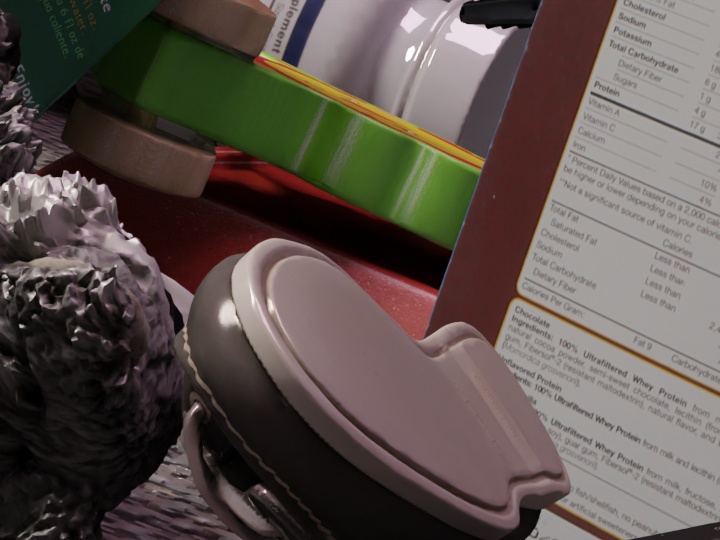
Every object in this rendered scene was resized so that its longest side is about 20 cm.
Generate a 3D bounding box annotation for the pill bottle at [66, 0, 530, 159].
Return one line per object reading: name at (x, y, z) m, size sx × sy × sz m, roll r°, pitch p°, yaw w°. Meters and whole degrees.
pill bottle at (-0.032, -0.101, 1.120) m, size 0.200 × 0.120 × 0.120 m, roll 22°, pitch 10°, yaw 15°

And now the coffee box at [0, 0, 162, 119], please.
coffee box at (-0.112, -0.094, 0.751) m, size 0.123 × 0.044 × 0.200 m, roll 4°, pitch 38°, yaw 36°

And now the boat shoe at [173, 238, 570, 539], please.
boat shoe at (-0.003, 0.041, 0.521) m, size 0.067 × 0.057 × 0.200 m, roll 57°, pitch 9°, yaw 14°

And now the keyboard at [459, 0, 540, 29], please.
keyboard at (0.139, -0.112, 1.003) m, size 0.200 × 0.040 × 0.104 m, roll -23°, pitch 14°, yaw -40°

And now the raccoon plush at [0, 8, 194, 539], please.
raccoon plush at (-0.128, 0.016, 0.523) m, size 0.199 × 0.097 × 0.134 m, roll -13°, pitch 33°, yaw -11°

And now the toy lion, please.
toy lion at (-0.027, -0.054, 0.863) m, size 0.191 × 0.069 × 0.200 m, roll 21°, pitch 7°, yaw -36°

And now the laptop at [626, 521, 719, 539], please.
laptop at (0.058, 0.123, 0.400) m, size 0.199 × 0.116 × 0.187 m, roll -10°, pitch 11°, yaw -1°

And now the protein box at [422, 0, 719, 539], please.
protein box at (0.140, -0.007, 0.701) m, size 0.135 × 0.200 × 0.198 m, roll 27°, pitch 12°, yaw 35°

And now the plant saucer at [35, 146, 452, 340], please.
plant saucer at (0.000, 0.000, 0.878) m, size 0.200 × 0.037 × 0.200 m, roll 22°, pitch 10°, yaw 20°
